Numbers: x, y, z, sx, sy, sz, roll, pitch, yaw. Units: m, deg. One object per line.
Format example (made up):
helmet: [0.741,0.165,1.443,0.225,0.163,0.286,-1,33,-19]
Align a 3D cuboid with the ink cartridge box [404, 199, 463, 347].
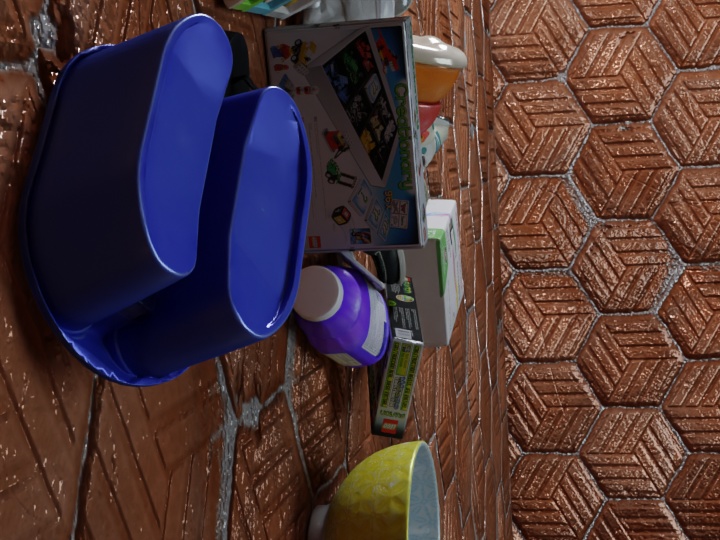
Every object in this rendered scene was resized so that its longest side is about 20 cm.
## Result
ink cartridge box: [0.083,0.000,1.611,0.200,0.083,0.146,-60,146,-70]

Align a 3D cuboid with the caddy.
caddy: [-0.107,-0.037,0.651,0.141,0.104,0.201,43,42,-42]

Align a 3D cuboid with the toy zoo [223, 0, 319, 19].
toy zoo: [-0.030,-0.248,0.995,0.021,0.131,0.200,63,15,-3]

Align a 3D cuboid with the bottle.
bottle: [-0.020,0.039,1.143,0.200,0.065,0.084,44,43,-73]

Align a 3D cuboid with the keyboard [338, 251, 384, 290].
keyboard: [0.000,0.000,1.203,0.056,0.011,0.200,46,-1,1]

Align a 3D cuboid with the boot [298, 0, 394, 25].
boot: [-0.017,-0.195,1.150,0.074,0.095,0.202,157,-69,-75]

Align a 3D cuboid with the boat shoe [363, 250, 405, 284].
boat shoe: [-0.003,-0.057,1.253,0.075,0.066,0.200,-122,-168,-45]

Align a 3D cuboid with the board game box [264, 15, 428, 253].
board game box: [-0.011,-0.117,1.068,0.035,0.125,0.201,-56,143,-70]

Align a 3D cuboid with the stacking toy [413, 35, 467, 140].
stacking toy: [0.030,-0.166,1.355,0.146,0.145,0.201,-48,152,-74]

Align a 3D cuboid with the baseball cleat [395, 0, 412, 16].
baseball cleat: [0.022,-0.399,1.462,0.107,0.069,0.201,60,20,-53]

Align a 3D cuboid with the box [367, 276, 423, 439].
box: [0.035,0.087,1.319,0.200,0.034,0.111,-93,-166,-70]

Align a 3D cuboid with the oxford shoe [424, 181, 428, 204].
oxford shoe: [0.028,-0.153,1.457,0.058,0.075,0.201,30,-37,54]

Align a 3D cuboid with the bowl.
bowl: [0.010,0.263,1.147,0.200,0.107,0.202,-2,90,-79]

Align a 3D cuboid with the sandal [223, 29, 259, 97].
sandal: [-0.083,-0.078,0.911,0.076,0.043,0.202,-46,133,-74]

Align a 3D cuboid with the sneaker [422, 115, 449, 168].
sneaker: [0.076,-0.179,1.693,0.200,0.070,0.094,3,103,-80]
